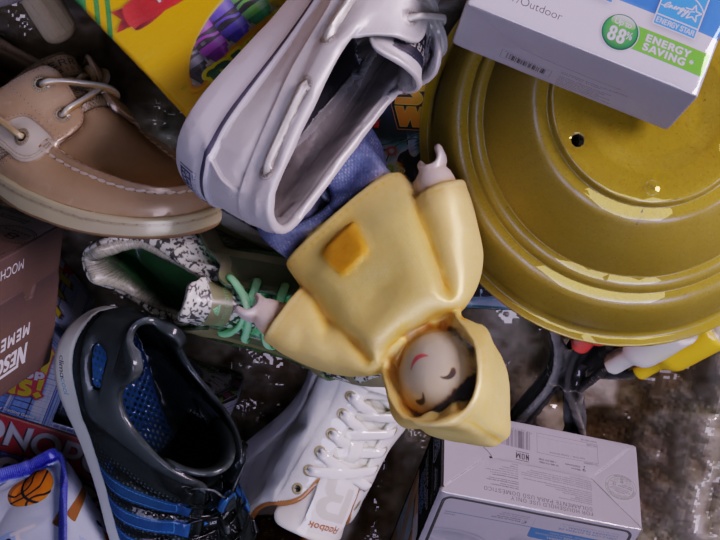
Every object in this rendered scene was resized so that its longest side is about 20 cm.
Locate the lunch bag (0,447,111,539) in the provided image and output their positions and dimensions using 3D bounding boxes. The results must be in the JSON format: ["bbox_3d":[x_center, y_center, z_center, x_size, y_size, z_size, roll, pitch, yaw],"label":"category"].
[{"bbox_3d":[-0.160,0.224,0.836,0.123,0.200,0.170,-18,134,7],"label":"lunch bag"}]

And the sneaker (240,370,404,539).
[{"bbox_3d":[-0.005,0.097,0.878,0.073,0.085,0.200,19,129,-27],"label":"sneaker"}]

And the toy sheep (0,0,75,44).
[{"bbox_3d":[-0.186,-0.182,0.714,0.138,0.138,0.200,-24,131,13],"label":"toy sheep"}]

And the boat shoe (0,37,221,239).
[{"bbox_3d":[-0.148,-0.070,0.764,0.200,0.071,0.065,23,114,28],"label":"boat shoe"}]

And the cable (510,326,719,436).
[{"bbox_3d":[0.117,0.056,0.855,0.097,0.050,0.200,16,137,-19],"label":"cable"}]

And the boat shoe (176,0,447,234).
[{"bbox_3d":[0.004,-0.102,0.692,0.200,0.066,0.072,-50,148,-11],"label":"boat shoe"}]

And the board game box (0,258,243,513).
[{"bbox_3d":[-0.176,0.080,0.898,0.199,0.062,0.200,20,119,-11],"label":"board game box"}]

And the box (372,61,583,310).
[{"bbox_3d":[0.074,-0.046,0.838,0.199,0.040,0.137,2,120,-1],"label":"box"}]

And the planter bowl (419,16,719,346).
[{"bbox_3d":[0.128,-0.069,0.742,0.200,0.083,0.201,0,82,0],"label":"planter bowl"}]

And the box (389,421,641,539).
[{"bbox_3d":[0.075,0.175,0.929,0.116,0.060,0.200,13,133,-7],"label":"box"}]

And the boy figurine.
[{"bbox_3d":[0.000,0.000,0.743,0.124,0.064,0.200,-33,72,9],"label":"boy figurine"}]

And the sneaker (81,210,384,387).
[{"bbox_3d":[-0.055,0.019,0.807,0.199,0.089,0.077,17,111,20],"label":"sneaker"}]

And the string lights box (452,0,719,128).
[{"bbox_3d":[0.123,-0.175,0.685,0.102,0.059,0.201,21,81,1],"label":"string lights box"}]

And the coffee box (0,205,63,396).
[{"bbox_3d":[-0.260,0.001,0.783,0.199,0.113,0.080,16,111,14],"label":"coffee box"}]

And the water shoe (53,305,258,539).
[{"bbox_3d":[-0.092,0.112,0.825,0.079,0.071,0.200,2,124,50],"label":"water shoe"}]

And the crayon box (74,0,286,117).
[{"bbox_3d":[-0.063,-0.147,0.706,0.127,0.051,0.200,-37,148,5],"label":"crayon box"}]
